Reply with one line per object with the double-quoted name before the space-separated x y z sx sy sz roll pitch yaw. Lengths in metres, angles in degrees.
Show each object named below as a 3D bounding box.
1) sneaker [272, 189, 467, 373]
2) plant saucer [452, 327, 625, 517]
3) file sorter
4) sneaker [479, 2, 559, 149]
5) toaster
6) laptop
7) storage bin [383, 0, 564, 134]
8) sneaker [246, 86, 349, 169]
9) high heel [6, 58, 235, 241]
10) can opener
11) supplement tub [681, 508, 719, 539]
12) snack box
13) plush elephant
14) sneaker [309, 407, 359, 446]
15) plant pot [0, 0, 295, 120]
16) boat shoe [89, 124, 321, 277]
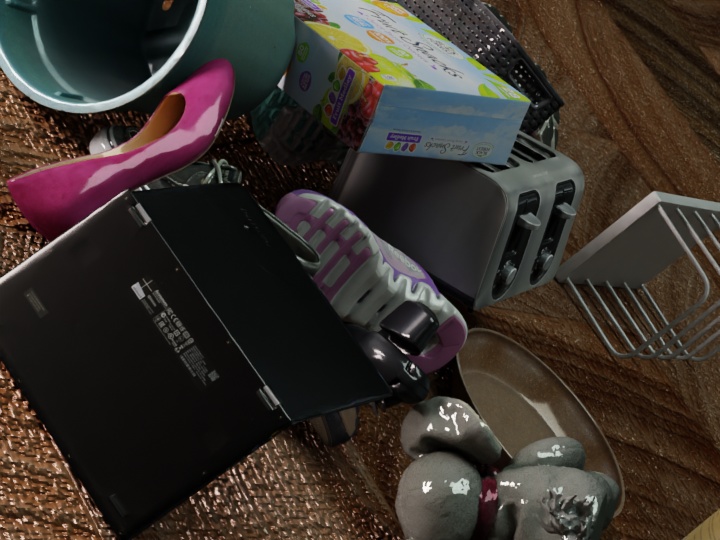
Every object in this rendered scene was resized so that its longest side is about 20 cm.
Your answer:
"sneaker" 0.000 0.000 1.667 0.200 0.080 0.089 40 17 -27
"plant saucer" 0.143 0.138 1.732 0.200 0.037 0.201 38 24 -20
"file sorter" 0.324 0.014 2.117 0.199 0.139 0.125 5 49 -57
"sneaker" 0.153 -0.205 2.259 0.201 0.083 0.081 56 36 -18
"toaster" 0.080 -0.066 1.789 0.199 0.119 0.180 31 21 22
"laptop" -0.113 0.051 1.323 0.188 0.199 0.116 53 -7 16
"storage bin" 0.103 -0.220 2.080 0.135 0.094 0.200 45 5 -45
"sneaker" -0.055 -0.143 1.816 0.091 0.078 0.200 46 14 24
"high heel" -0.163 -0.098 1.443 0.096 0.067 0.201 45 56 -23
"can opener" 0.016 0.068 1.526 0.064 0.078 0.200 53 -11 -5
"supplement tub" 0.336 0.254 1.669 0.144 0.200 0.145 37 25 -20
"snack box" 0.015 -0.164 1.697 0.168 0.068 0.200 3 29 -40
"plush elephant" 0.091 0.181 1.460 0.154 0.166 0.200 14 -19 13
"sneaker" -0.073 0.055 1.461 0.201 0.085 0.077 59 -9 -25
"plant pot" -0.155 -0.204 1.592 0.201 0.200 0.196 56 17 20
"boat shoe" -0.113 -0.052 1.551 0.200 0.071 0.072 39 24 -16
